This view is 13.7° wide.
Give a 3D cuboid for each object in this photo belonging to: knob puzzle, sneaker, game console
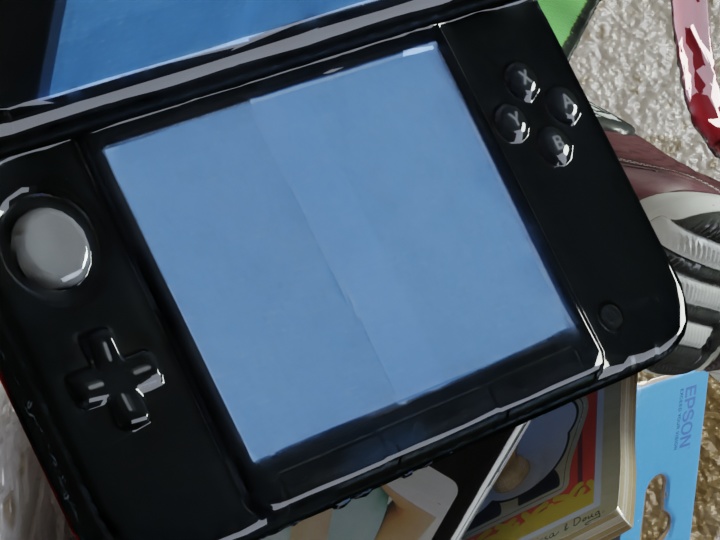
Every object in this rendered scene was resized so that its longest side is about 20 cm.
[{"bbox_3d":[0.010,0.048,1.020,0.030,0.219,0.220,48,30,-28],"label":"knob puzzle"},{"bbox_3d":[0.101,-0.014,0.954,0.076,0.115,0.200,-55,149,7],"label":"sneaker"},{"bbox_3d":[0.005,-0.046,0.715,0.119,0.200,0.173,-36,-102,51],"label":"game console"}]

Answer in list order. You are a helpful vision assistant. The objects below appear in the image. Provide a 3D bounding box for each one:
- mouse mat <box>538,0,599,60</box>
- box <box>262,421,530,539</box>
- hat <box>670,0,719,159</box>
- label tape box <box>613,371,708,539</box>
[{"bbox_3d":[-0.006,-0.137,0.862,0.008,0.200,0.161,-38,-167,38],"label":"mouse mat"},{"bbox_3d":[-0.010,0.088,0.885,0.200,0.060,0.117,-60,175,6],"label":"box"},{"bbox_3d":[0.107,-0.186,0.879,0.200,0.176,0.166,-47,-164,27],"label":"hat"},{"bbox_3d":[0.042,0.112,1.178,0.200,0.063,0.145,-17,121,-40],"label":"label tape box"}]
